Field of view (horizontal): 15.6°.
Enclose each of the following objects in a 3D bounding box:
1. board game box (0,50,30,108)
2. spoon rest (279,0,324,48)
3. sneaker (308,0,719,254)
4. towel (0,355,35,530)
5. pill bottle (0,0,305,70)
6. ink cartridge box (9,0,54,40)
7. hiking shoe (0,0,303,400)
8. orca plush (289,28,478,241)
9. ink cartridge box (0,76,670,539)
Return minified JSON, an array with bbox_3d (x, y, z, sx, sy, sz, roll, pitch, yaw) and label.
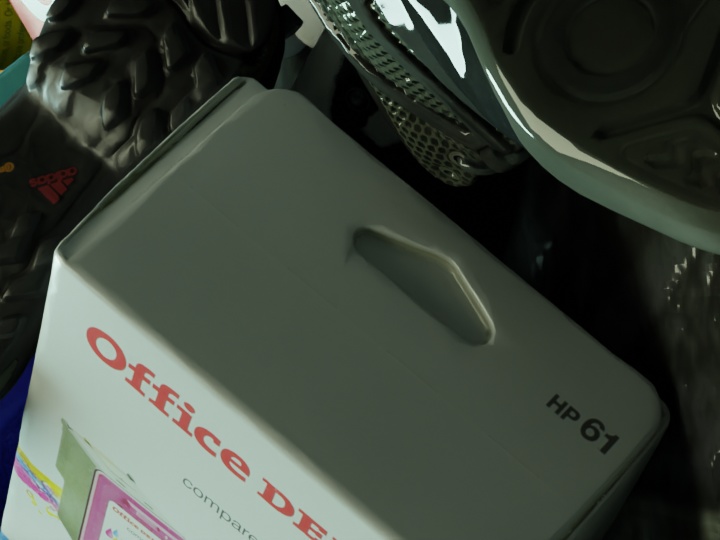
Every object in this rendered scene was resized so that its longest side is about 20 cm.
[{"bbox_3d":[-0.162,0.018,0.872,0.047,0.200,0.151,49,178,3],"label":"board game box"},{"bbox_3d":[-0.019,-0.170,0.836,0.099,0.060,0.201,-155,63,-71],"label":"spoon rest"},{"bbox_3d":[0.051,-0.053,0.602,0.199,0.076,0.114,36,173,39],"label":"sneaker"},{"bbox_3d":[-0.083,0.119,0.854,0.049,0.148,0.200,7,147,46],"label":"towel"},{"bbox_3d":[-0.117,-0.124,0.938,0.104,0.199,0.105,176,90,-74],"label":"pill bottle"},{"bbox_3d":[-0.067,-0.181,0.747,0.176,0.084,0.200,58,146,0],"label":"ink cartridge box"},{"bbox_3d":[-0.090,-0.007,0.736,0.076,0.200,0.101,49,-177,17],"label":"hiking shoe"},{"bbox_3d":[0.000,0.000,0.784,0.071,0.105,0.200,42,126,14],"label":"orca plush"},{"bbox_3d":[-0.018,0.065,0.719,0.144,0.085,0.200,38,146,12],"label":"ink cartridge box"}]
